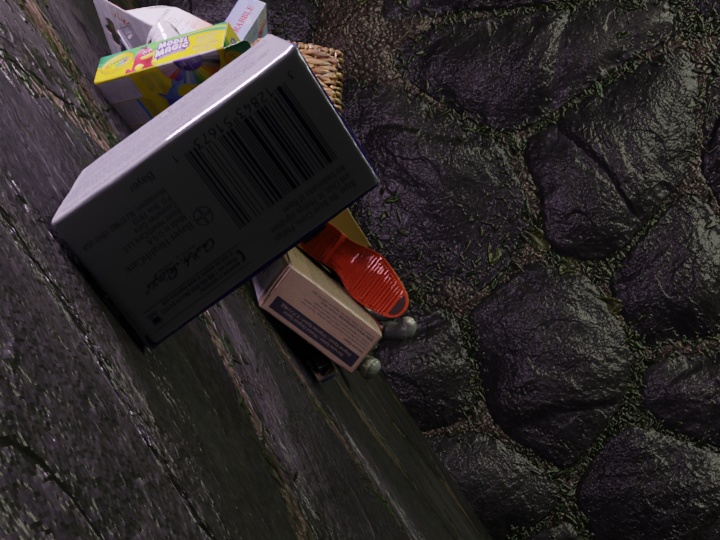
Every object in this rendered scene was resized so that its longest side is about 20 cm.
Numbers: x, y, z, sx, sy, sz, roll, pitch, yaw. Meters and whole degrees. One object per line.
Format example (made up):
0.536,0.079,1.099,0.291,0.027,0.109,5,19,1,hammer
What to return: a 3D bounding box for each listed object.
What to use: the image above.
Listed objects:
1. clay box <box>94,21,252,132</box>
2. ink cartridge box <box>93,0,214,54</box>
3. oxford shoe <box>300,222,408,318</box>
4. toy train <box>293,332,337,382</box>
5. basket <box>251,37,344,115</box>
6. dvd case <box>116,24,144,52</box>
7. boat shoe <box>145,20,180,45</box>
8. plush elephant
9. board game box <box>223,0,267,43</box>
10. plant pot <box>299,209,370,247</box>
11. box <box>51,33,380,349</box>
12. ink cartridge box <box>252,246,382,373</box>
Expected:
-0.194,-0.219,1.234,0.115,0.199,0.048,56,29,-49,clay box
-0.284,-0.327,1.531,0.199,0.050,0.162,31,-21,13,ink cartridge box
0.000,0.000,1.517,0.200,0.071,0.073,43,0,25,oxford shoe
-0.073,0.107,1.535,0.200,0.034,0.046,-125,-167,-60,toy train
-0.111,-0.187,1.368,0.200,0.142,0.150,135,-41,-67,basket
-0.259,-0.205,1.398,0.201,0.025,0.151,55,-18,20,dvd case
-0.261,-0.285,1.446,0.066,0.073,0.200,63,-18,3,boat shoe
-0.016,0.081,1.979,0.199,0.165,0.156,15,-46,45,plush elephant
-0.190,-0.248,1.495,0.041,0.201,0.200,23,-26,9,board game box
-0.121,-0.131,3.269,0.195,0.199,0.196,56,1,-38,plant pot
-0.100,-0.065,0.729,0.105,0.183,0.200,54,1,-17,box
-0.067,0.040,1.481,0.164,0.075,0.200,37,7,-17,ink cartridge box
